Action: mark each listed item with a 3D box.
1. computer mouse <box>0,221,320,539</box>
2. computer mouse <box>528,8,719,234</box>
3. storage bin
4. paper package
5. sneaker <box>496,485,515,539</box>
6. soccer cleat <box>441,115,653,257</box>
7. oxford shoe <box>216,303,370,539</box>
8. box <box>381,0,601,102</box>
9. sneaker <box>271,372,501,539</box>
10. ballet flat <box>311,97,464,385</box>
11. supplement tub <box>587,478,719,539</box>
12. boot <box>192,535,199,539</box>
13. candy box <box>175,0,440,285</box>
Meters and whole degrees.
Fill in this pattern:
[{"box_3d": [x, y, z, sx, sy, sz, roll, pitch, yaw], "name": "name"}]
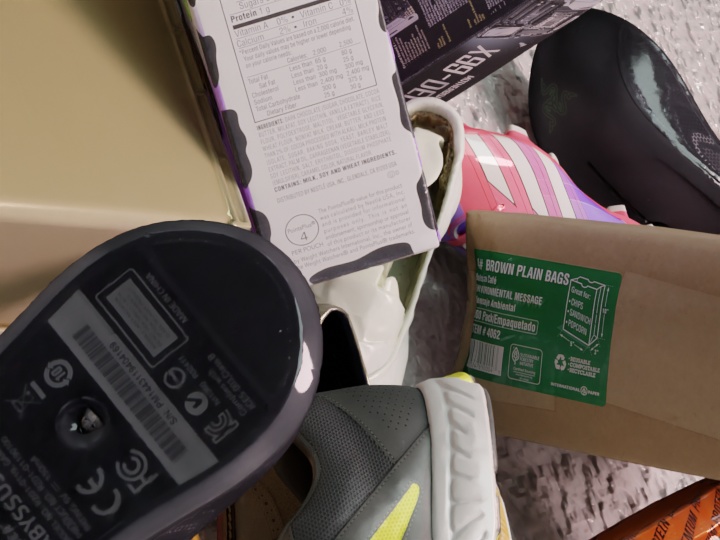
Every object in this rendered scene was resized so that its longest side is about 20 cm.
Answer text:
[{"box_3d": [-0.101, 0.060, 0.750, 0.139, 0.200, 0.053, 54, -7, 16], "name": "computer mouse"}, {"box_3d": [0.152, -0.045, 1.234, 0.200, 0.138, 0.053, 51, 51, 3], "name": "computer mouse"}, {"box_3d": [-0.162, -0.083, 0.859, 0.200, 0.094, 0.199, 3, 61, -51], "name": "storage bin"}, {"box_3d": [0.169, 0.036, 1.067, 0.190, 0.200, 0.104, 6, 92, -42], "name": "paper package"}, {"box_3d": [0.046, 0.153, 0.982, 0.088, 0.076, 0.200, 50, 18, -63], "name": "sneaker"}, {"box_3d": [0.083, -0.011, 1.152, 0.200, 0.067, 0.077, 26, 50, -43], "name": "soccer cleat"}, {"box_3d": [-0.011, 0.109, 0.904, 0.070, 0.075, 0.200, -16, 88, -47], "name": "oxford shoe"}, {"box_3d": [0.002, -0.171, 1.085, 0.050, 0.158, 0.200, -1, 65, -53], "name": "box"}, {"box_3d": [0.005, 0.127, 0.826, 0.084, 0.075, 0.200, 2, 54, -3], "name": "sneaker"}, {"box_3d": [0.000, 0.000, 1.006, 0.069, 0.069, 0.200, 44, 45, -22], "name": "ballet flat"}, {"box_3d": [0.170, 0.196, 1.047, 0.122, 0.122, 0.200, -23, 83, -56], "name": "supplement tub"}, {"box_3d": [-0.070, 0.110, 0.835, 0.144, 0.071, 0.201, 40, 55, -29], "name": "boot"}, {"box_3d": [-0.040, -0.120, 0.938, 0.168, 0.071, 0.200, -115, -172, -62], "name": "candy box"}]
